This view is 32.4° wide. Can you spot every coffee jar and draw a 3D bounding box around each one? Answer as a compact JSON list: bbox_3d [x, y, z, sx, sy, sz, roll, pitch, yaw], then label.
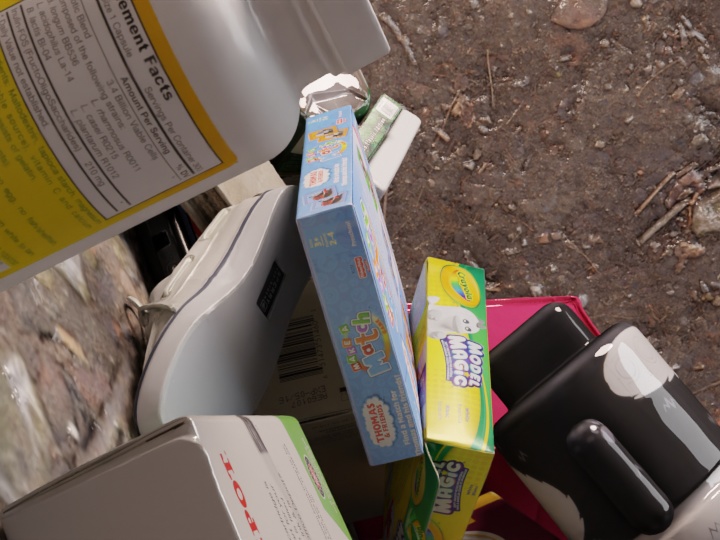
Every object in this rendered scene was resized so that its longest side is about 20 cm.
[{"bbox_3d":[-0.071,-0.111,1.034,0.105,0.085,0.200,61,-34,16],"label":"coffee jar"}]

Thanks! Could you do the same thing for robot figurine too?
[{"bbox_3d":[0.164,0.117,0.803,0.150,0.125,0.200,-32,79,-42],"label":"robot figurine"}]

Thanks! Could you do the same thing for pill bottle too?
[{"bbox_3d":[-0.094,-0.069,0.452,0.104,0.199,0.105,-25,90,-85],"label":"pill bottle"}]

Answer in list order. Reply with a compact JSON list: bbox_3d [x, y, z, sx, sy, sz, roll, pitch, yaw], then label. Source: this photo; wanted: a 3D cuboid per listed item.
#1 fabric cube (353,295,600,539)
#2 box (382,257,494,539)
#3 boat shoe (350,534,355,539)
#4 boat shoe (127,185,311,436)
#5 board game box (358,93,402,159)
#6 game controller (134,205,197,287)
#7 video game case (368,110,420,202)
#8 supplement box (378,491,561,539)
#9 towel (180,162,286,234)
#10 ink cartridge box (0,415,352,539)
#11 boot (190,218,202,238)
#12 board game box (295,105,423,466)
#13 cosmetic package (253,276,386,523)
[{"bbox_3d":[0.108,0.158,1.011,0.196,0.199,0.200,-114,-153,-56],"label":"fabric cube"},{"bbox_3d":[0.048,0.098,0.789,0.200,0.048,0.118,-82,-174,-52],"label":"box"},{"bbox_3d":[0.010,0.232,0.710,0.202,0.071,0.061,66,-25,0],"label":"boat shoe"},{"bbox_3d":[-0.095,0.027,0.711,0.075,0.086,0.202,58,37,-34],"label":"boat shoe"},{"bbox_3d":[-0.034,-0.049,0.998,0.023,0.200,0.105,36,51,-2],"label":"board game box"},{"bbox_3d":[-0.121,-0.019,0.832,0.104,0.042,0.201,51,15,-69],"label":"game controller"},{"bbox_3d":[-0.021,-0.029,0.989,0.023,0.183,0.200,34,23,-4],"label":"video game case"},{"bbox_3d":[0.087,0.240,0.788,0.200,0.130,0.104,24,-51,61],"label":"supplement box"},{"bbox_3d":[-0.103,-0.076,0.835,0.200,0.034,0.133,53,15,-27],"label":"towel"},{"bbox_3d":[-0.052,0.142,0.518,0.146,0.084,0.200,65,5,10],"label":"ink cartridge box"},{"bbox_3d":[-0.133,-0.094,0.929,0.200,0.072,0.144,58,3,22],"label":"boot"},{"bbox_3d":[0.000,0.000,0.745,0.200,0.036,0.152,-94,169,-69],"label":"board game box"},{"bbox_3d":[-0.025,0.097,0.860,0.200,0.073,0.104,75,3,-59],"label":"cosmetic package"}]
